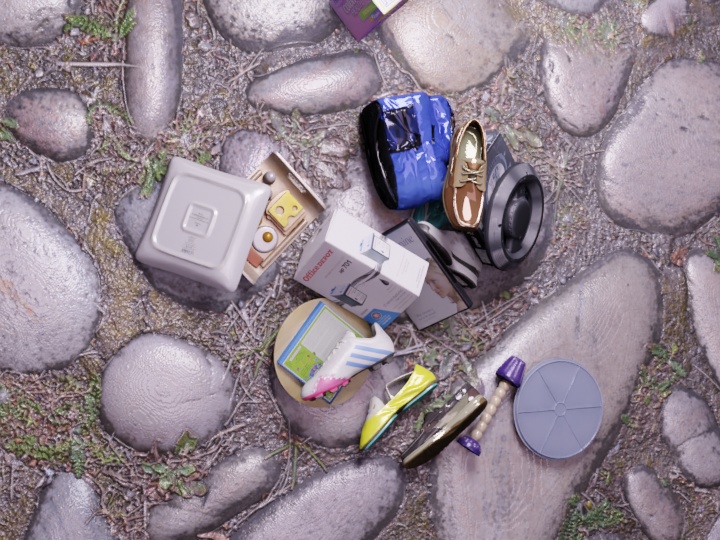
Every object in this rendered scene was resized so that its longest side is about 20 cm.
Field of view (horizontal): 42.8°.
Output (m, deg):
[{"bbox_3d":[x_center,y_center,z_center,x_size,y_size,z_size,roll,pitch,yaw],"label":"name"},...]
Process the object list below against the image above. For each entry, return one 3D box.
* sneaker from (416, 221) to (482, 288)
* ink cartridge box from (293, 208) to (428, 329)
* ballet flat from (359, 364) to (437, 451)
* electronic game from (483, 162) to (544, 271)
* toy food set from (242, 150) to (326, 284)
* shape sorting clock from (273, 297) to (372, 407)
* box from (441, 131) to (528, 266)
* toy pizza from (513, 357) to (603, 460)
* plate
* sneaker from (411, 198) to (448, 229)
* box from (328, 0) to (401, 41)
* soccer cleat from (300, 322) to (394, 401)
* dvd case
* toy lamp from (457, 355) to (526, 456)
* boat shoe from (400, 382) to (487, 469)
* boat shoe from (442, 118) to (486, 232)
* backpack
[{"bbox_3d":[0.173,-0.062,1.742,0.200,0.075,0.117,41,65,-40],"label":"sneaker"},{"bbox_3d":[0.000,0.000,1.657,0.198,0.147,0.087,29,51,-12],"label":"ink cartridge box"},{"bbox_3d":[0.057,0.252,1.725,0.199,0.067,0.067,-40,78,-16],"label":"ballet flat"},{"bbox_3d":[0.285,-0.098,1.701,0.199,0.041,0.203,-24,120,-48],"label":"electronic game"},{"bbox_3d":[-0.175,-0.096,1.663,0.144,0.060,0.200,46,78,-10],"label":"toy food set"},{"bbox_3d":[-0.067,0.152,1.697,0.197,0.039,0.204,0,91,-19],"label":"shape sorting clock"},{"bbox_3d":[0.243,-0.132,1.713,0.161,0.043,0.201,-54,132,-22],"label":"box"},{"bbox_3d":[0.392,0.275,1.830,0.197,0.032,0.204,0,89,-15],"label":"toy pizza"},{"bbox_3d":[-0.279,-0.085,1.607,0.197,0.032,0.203,18,82,10],"label":"plate"},{"bbox_3d":[0.177,-0.141,1.757,0.199,0.080,0.078,-40,99,-13],"label":"sneaker"},{"bbox_3d":[0.061,-0.539,1.685,0.199,0.176,0.097,-41,98,-14],"label":"box"},{"bbox_3d":[-0.033,0.163,1.660,0.198,0.070,0.087,-26,86,-21],"label":"soccer cleat"},{"bbox_3d":[0.103,0.009,1.705,0.201,0.142,0.018,54,45,-8],"label":"dvd case"},{"bbox_3d":[0.258,0.258,1.781,0.058,0.058,0.201,35,81,-12],"label":"toy lamp"},{"bbox_3d":[0.150,0.294,1.745,0.200,0.072,0.066,-40,60,1],"label":"boat shoe"},{"bbox_3d":[0.183,-0.170,1.584,0.074,0.074,0.203,4,70,-6],"label":"boat shoe"},{"bbox_3d":[0.096,-0.217,1.686,0.165,0.162,0.203,-10,94,-5],"label":"backpack"}]
